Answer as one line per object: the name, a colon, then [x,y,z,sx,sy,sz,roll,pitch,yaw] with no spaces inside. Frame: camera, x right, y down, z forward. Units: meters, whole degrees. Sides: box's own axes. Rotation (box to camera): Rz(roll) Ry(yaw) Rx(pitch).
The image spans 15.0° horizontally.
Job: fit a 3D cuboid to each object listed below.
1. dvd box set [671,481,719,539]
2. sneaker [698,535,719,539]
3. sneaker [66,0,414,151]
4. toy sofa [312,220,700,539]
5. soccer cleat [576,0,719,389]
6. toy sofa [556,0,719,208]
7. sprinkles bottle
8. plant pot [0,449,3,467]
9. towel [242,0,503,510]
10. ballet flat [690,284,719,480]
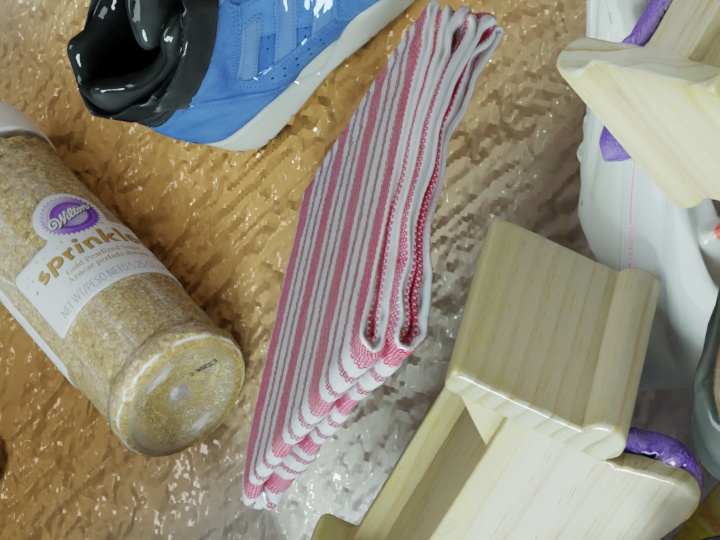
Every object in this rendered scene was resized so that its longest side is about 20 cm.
dvd box set: [0.167,0.127,0.939,0.200,0.029,0.147,-55,51,28]
sneaker: [0.083,0.167,0.936,0.066,0.090,0.201,47,120,39]
sneaker: [-0.044,-0.129,1.128,0.200,0.111,0.077,-46,55,33]
toy sofa: [0.049,0.086,0.998,0.083,0.097,0.200,-71,7,-46]
soccer cleat: [0.105,-0.054,0.999,0.077,0.069,0.201,-23,72,46]
toy sofa: [0.140,-0.123,0.899,0.097,0.083,0.201,18,72,43]
sprinkles bottle: [-0.130,0.001,1.236,0.200,0.068,0.068,44,117,39]
plant pot: [-0.333,0.096,1.344,0.194,0.199,0.196,52,122,36]
towel: [0.000,0.000,1.049,0.200,0.030,0.147,127,158,-63]
ballet flat: [0.150,-0.015,0.925,0.068,0.068,0.201,103,-170,-64]
